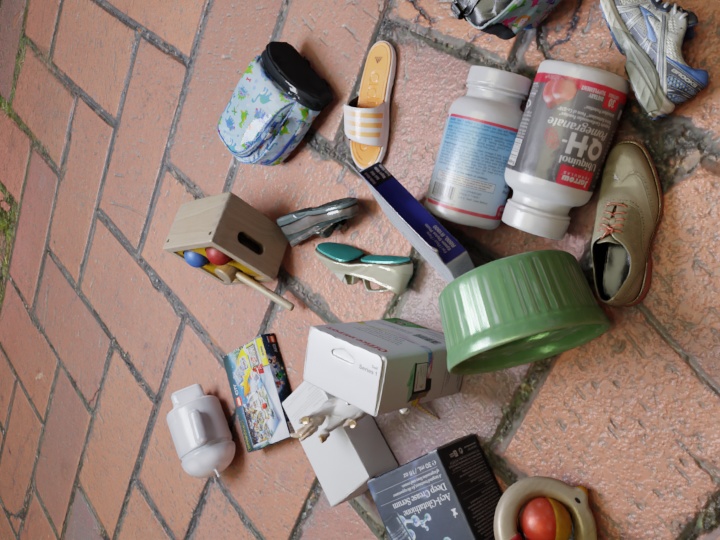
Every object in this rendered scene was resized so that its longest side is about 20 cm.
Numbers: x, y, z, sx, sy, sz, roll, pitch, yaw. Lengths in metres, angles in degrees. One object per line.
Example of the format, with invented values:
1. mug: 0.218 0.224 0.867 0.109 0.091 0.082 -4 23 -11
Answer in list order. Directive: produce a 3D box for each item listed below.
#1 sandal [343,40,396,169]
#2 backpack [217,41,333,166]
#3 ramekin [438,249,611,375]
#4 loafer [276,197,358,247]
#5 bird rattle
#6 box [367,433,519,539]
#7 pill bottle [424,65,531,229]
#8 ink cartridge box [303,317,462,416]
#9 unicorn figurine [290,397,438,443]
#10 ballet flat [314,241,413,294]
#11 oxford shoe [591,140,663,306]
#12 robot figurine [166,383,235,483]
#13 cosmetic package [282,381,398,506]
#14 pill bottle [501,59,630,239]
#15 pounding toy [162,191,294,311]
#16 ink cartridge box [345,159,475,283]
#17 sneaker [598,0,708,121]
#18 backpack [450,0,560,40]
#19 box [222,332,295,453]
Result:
1. sandal: 0.005 -0.270 1.007 0.079 0.059 0.208 14 100 41
2. backpack: -0.166 -0.283 1.121 0.163 0.153 0.200 54 137 18
3. ramekin: 0.192 0.053 0.765 0.200 0.199 0.098 -31 64 38
4. loafer: -0.068 -0.083 1.084 0.199 0.072 0.063 -6 107 48
5. bird rattle: 0.224 0.344 0.774 0.199 0.113 0.164 1 61 6
6. box: 0.126 0.362 0.887 0.148 0.107 0.201 -38 68 35
7. pill bottle: 0.162 -0.165 0.839 0.108 0.108 0.201 25 108 38
8. ink cartridge box: 0.038 0.131 0.896 0.144 0.199 0.084 17 101 40
9. unicorn figurine: -0.001 0.209 0.940 0.199 0.137 0.074 -7 91 26
10. ballet flat: 0.000 0.000 1.021 0.199 0.069 0.070 14 100 41
11. oxford shoe: 0.310 -0.056 0.731 0.070 0.075 0.201 -1 91 41
12. robot figurine: -0.330 0.340 1.287 0.170 0.112 0.201 99 147 -65
13. cosmetic package: -0.038 0.276 1.049 0.113 0.081 0.201 -46 64 33
14. pill bottle: 0.244 -0.145 0.765 0.110 0.110 0.201 27 109 38
15. pounding toy: -0.230 -0.027 1.154 0.183 0.200 0.143 -5 60 42
16. ink cartridge box: 0.081 -0.062 0.861 0.041 0.200 0.200 -42 62 2
17. sneaker: 0.337 -0.279 0.715 0.085 0.077 0.201 -24 83 29
18. backpack: 0.201 -0.411 0.768 0.200 0.150 0.178 -45 65 41
19. box: -0.195 0.240 1.214 0.136 0.038 0.201 -30 72 38
